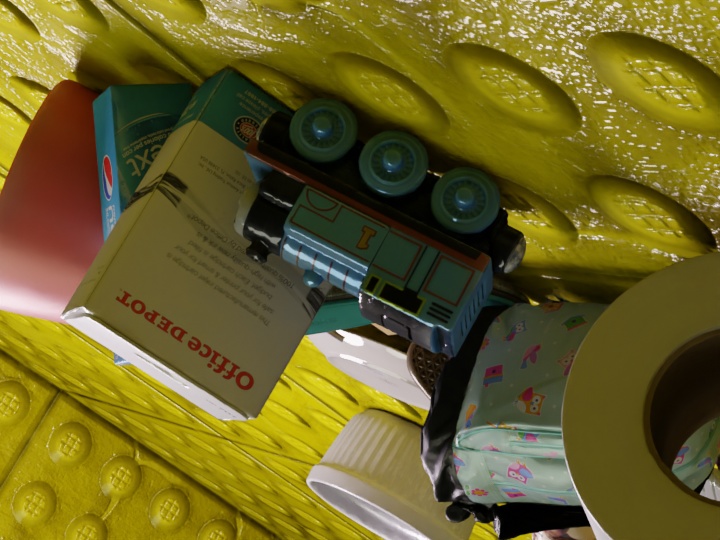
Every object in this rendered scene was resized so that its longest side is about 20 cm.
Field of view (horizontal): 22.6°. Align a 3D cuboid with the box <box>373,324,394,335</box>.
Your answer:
[{"bbox_3d":[0.000,0.000,1.490,0.163,0.021,0.200,35,165,-15],"label":"box"}]

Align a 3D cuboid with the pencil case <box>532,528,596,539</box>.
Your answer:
[{"bbox_3d":[0.202,0.299,1.778,0.089,0.201,0.078,-5,-175,3],"label":"pencil case"}]

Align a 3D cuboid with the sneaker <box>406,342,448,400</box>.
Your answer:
[{"bbox_3d":[0.122,0.122,1.564,0.199,0.071,0.076,32,166,-4],"label":"sneaker"}]

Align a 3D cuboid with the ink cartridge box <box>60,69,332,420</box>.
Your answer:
[{"bbox_3d":[-0.095,-0.015,1.270,0.146,0.201,0.086,35,165,-16],"label":"ink cartridge box"}]

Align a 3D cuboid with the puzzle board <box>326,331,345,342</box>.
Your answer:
[{"bbox_3d":[-0.122,0.004,1.640,0.200,0.017,0.151,28,174,39],"label":"puzzle board"}]

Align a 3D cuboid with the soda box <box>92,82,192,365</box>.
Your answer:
[{"bbox_3d":[-0.154,-0.034,1.333,0.064,0.201,0.068,-5,176,-20],"label":"soda box"}]

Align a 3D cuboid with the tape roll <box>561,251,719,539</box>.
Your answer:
[{"bbox_3d":[0.224,0.106,1.049,0.202,0.203,0.139,24,165,22],"label":"tape roll"}]

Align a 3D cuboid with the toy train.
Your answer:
[{"bbox_3d":[0.007,-0.031,1.188,0.199,0.115,0.087,27,165,12],"label":"toy train"}]

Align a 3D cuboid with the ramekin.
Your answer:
[{"bbox_3d":[0.049,0.242,2.040,0.199,0.105,0.200,28,166,8],"label":"ramekin"}]

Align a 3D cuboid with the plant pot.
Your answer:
[{"bbox_3d":[-0.188,-0.034,1.457,0.176,0.201,0.200,20,165,0],"label":"plant pot"}]

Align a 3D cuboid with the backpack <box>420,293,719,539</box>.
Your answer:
[{"bbox_3d":[0.151,0.097,1.249,0.199,0.168,0.127,3,149,30],"label":"backpack"}]

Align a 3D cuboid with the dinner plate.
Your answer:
[{"bbox_3d":[0.032,0.100,1.714,0.199,0.024,0.200,23,168,5],"label":"dinner plate"}]

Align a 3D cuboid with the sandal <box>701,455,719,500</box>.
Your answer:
[{"bbox_3d":[0.267,0.157,1.450,0.202,0.050,0.083,37,156,28],"label":"sandal"}]

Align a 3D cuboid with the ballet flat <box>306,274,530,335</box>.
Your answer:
[{"bbox_3d":[0.027,0.009,1.355,0.199,0.071,0.071,-3,160,5],"label":"ballet flat"}]
